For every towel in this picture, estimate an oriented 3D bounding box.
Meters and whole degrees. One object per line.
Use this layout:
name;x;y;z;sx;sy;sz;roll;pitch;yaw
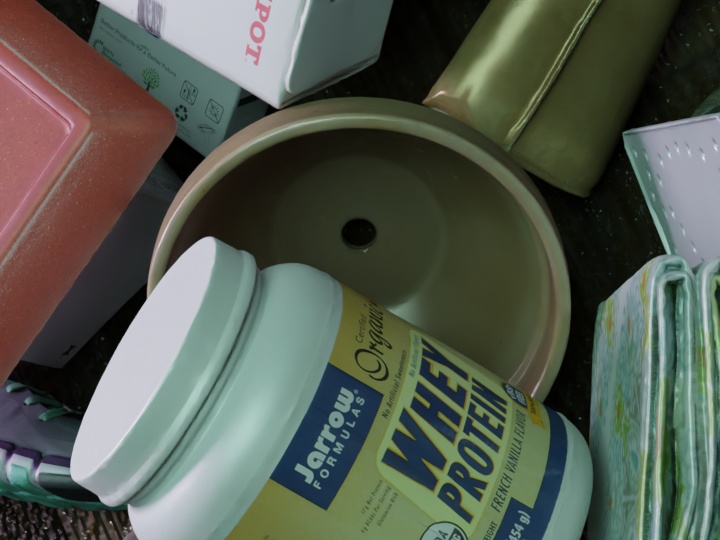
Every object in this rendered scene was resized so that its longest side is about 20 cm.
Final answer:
towel;0.134;0.088;1.274;0.048;0.200;0.172;4;82;-3

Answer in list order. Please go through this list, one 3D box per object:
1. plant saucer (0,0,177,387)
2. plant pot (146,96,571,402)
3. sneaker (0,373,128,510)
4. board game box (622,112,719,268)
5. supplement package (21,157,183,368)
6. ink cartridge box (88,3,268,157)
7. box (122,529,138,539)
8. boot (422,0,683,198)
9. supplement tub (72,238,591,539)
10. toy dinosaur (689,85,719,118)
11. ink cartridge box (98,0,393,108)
plant saucer;-0.217;-0.049;1.386;0.200;0.037;0.200;39;98;23
plant pot;0.000;0.000;1.372;0.200;0.093;0.202;1;117;1
sneaker;-0.186;0.070;1.467;0.199;0.074;0.088;5;78;23
board game box;0.180;0.025;1.242;0.026;0.200;0.201;-23;93;-5
supplement package;-0.196;-0.066;1.465;0.120;0.121;0.200;-44;69;11
ink cartridge box;-0.070;-0.162;1.429;0.099;0.039;0.201;38;127;23
box;-0.112;0.194;1.401;0.200;0.100;0.075;-47;70;9
boot;0.089;-0.155;1.347;0.175;0.066;0.201;28;101;-17
supplement tub;-0.013;0.087;1.275;0.199;0.144;0.145;30;93;-15
toy dinosaur;0.213;-0.122;1.342;0.077;0.102;0.201;22;102;-6
ink cartridge box;-0.072;-0.189;1.338;0.200;0.083;0.146;31;125;25
